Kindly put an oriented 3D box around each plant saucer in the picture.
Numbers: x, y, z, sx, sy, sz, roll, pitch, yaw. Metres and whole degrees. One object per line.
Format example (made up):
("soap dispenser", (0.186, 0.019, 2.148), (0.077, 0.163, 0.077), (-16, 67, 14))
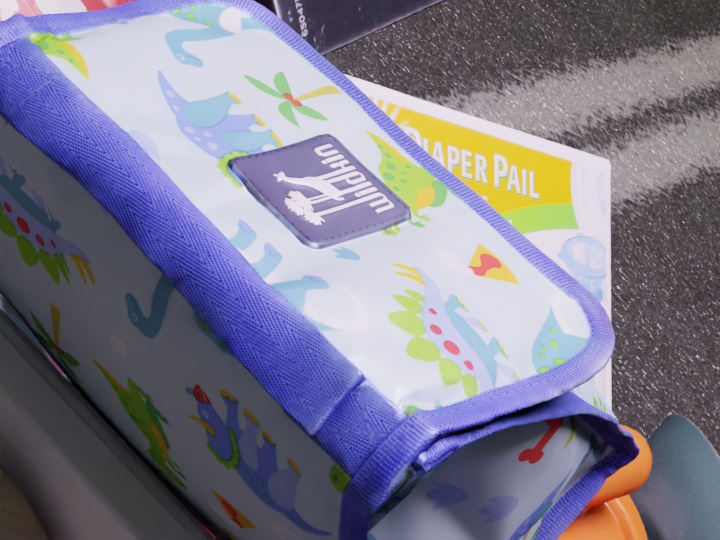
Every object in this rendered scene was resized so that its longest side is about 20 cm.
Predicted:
("plant saucer", (0.153, 0.163, 1.100), (0.200, 0.036, 0.201), (162, -90, -84))

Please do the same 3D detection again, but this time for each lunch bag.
("lunch bag", (-0.022, 0.014, 0.714), (0.170, 0.128, 0.200), (43, 2, 19))

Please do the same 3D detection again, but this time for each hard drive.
("hard drive", (-0.116, 0.066, 0.748), (0.200, 0.132, 0.026), (46, 49, 3))

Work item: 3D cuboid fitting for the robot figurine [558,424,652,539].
("robot figurine", (0.036, 0.119, 0.882), (0.116, 0.145, 0.200), (8, 17, 21))

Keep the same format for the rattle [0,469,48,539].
("rattle", (-0.145, 0.127, 0.725), (0.200, 0.142, 0.131), (50, 48, -35))

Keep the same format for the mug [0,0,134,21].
("mug", (-0.145, -0.114, 0.780), (0.200, 0.177, 0.133), (54, 31, 4))

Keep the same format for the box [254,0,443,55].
("box", (-0.052, -0.147, 0.927), (0.200, 0.198, 0.124), (-29, 112, -47))

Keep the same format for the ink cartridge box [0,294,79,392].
("ink cartridge box", (-0.084, 0.065, 0.932), (0.173, 0.044, 0.200), (40, 22, -13))

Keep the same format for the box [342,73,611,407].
("box", (0.000, 0.000, 0.940), (0.200, 0.101, 0.113), (12, 75, -51))
